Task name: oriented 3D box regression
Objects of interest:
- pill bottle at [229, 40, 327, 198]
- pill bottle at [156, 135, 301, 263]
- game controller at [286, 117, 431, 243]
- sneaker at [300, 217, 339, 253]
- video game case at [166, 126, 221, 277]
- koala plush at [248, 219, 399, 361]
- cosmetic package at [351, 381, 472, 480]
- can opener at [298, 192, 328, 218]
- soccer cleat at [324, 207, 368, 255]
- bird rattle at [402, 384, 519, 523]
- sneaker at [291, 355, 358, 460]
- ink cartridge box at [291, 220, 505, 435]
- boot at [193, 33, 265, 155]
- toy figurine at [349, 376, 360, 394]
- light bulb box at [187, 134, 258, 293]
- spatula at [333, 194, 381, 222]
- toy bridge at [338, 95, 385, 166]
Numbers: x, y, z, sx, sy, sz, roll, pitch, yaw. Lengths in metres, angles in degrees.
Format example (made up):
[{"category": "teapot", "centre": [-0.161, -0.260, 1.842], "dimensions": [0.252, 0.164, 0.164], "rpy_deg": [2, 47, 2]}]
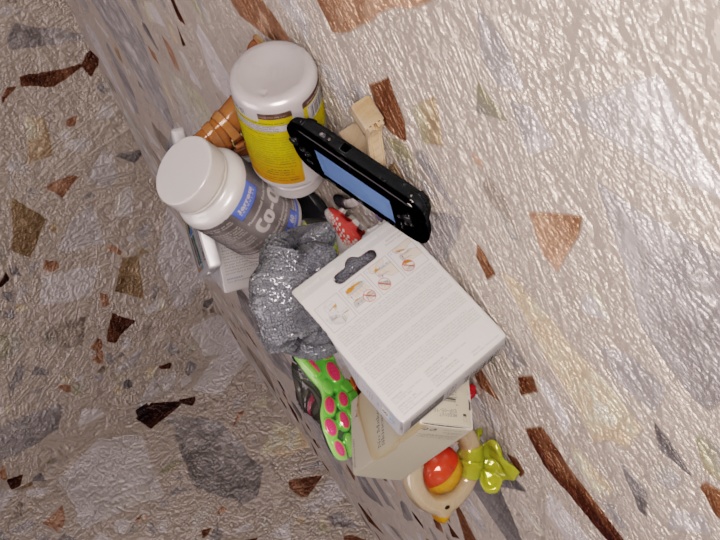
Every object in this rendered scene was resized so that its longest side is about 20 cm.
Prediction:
[{"category": "pill bottle", "centre": [-0.095, -0.181, 1.196], "dimensions": [0.110, 0.108, 0.201], "rpy_deg": [50, 164, 29]}, {"category": "pill bottle", "centre": [-0.175, -0.094, 1.283], "dimensions": [0.114, 0.114, 0.199], "rpy_deg": [48, -171, 36]}, {"category": "game controller", "centre": [-0.001, -0.101, 1.077], "dimensions": [0.199, 0.042, 0.105], "rpy_deg": [36, 160, 20]}, {"category": "sneaker", "centre": [-0.045, -0.008, 1.393], "dimensions": [0.201, 0.077, 0.092], "rpy_deg": [67, -150, -61]}, {"category": "video game case", "centre": [-0.250, -0.095, 1.413], "dimensions": [0.182, 0.023, 0.204], "rpy_deg": [162, 92, -76]}, {"category": "koala plush", "centre": [-0.020, 0.025, 1.165], "dimensions": [0.183, 0.196, 0.181], "rpy_deg": [0, -92, -73]}, {"category": "cosmetic package", "centre": [0.057, 0.175, 1.160], "dimensions": [0.200, 0.072, 0.105], "rpy_deg": [130, 144, -52]}, {"category": "can opener", "centre": [-0.096, -0.105, 1.505], "dimensions": [0.063, 0.079, 0.200], "rpy_deg": [20, -158, -42]}, {"category": "soccer cleat", "centre": [0.000, 0.000, 1.272], "dimensions": [0.201, 0.085, 0.069], "rpy_deg": [51, -172, 20]}, {"category": "bird rattle", "centre": [0.120, 0.242, 1.266], "dimensions": [0.112, 0.164, 0.201], "rpy_deg": [13, 146, 45]}, {"category": "sneaker", "centre": [-0.051, 0.195, 1.432], "dimensions": [0.084, 0.075, 0.202], "rpy_deg": [113, 141, -50]}, {"category": "ink cartridge box", "centre": [0.042, 0.059, 1.077], "dimensions": [0.200, 0.159, 0.048], "rpy_deg": [47, 160, 21]}, {"category": "boot", "centre": [-0.168, -0.214, 1.287], "dimensions": [0.074, 0.153, 0.201], "rpy_deg": [51, 165, 26]}, {"category": "toy figurine", "centre": [0.012, 0.139, 1.451], "dimensions": [0.201, 0.147, 0.187], "rpy_deg": [-118, 13, -62]}, {"category": "light bulb box", "centre": [-0.196, -0.104, 1.495], "dimensions": [0.198, 0.123, 0.204], "rpy_deg": [-138, 37, -61]}, {"category": "spatula", "centre": [-0.010, -0.093, 1.266], "dimensions": [0.057, 0.020, 0.200], "rpy_deg": [57, 168, -12]}, {"category": "toy bridge", "centre": [0.000, -0.138, 1.121], "dimensions": [0.068, 0.027, 0.200], "rpy_deg": [56, 165, 4]}]
